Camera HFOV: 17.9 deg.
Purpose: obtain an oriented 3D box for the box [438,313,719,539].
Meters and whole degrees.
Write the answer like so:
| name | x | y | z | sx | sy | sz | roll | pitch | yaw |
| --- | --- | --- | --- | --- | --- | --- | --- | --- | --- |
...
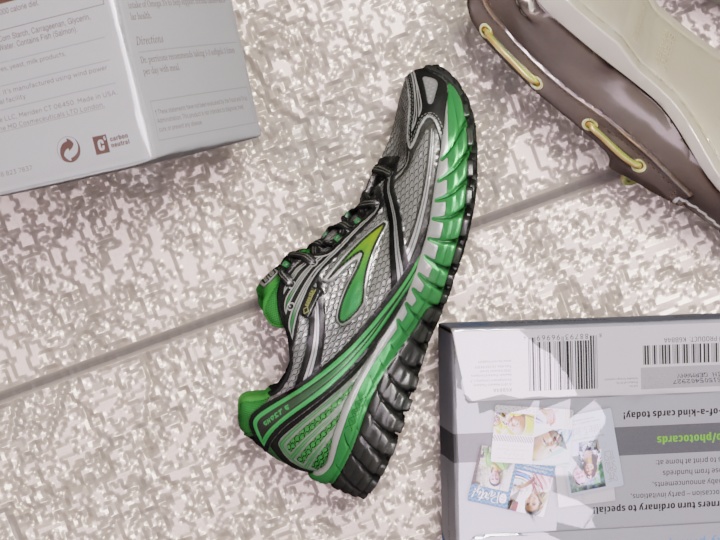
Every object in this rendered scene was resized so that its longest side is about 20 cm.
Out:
| name | x | y | z | sx | sy | sz | roll | pitch | yaw |
| --- | --- | --- | --- | --- | --- | --- | --- | --- | --- |
| box | 0.117 | 0.122 | 1.066 | 0.156 | 0.041 | 0.200 | -2 | 93 | -7 |

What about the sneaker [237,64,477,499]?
| name | x | y | z | sx | sy | sz | roll | pitch | yaw |
| --- | --- | --- | --- | --- | --- | --- | --- | --- | --- |
| sneaker | 0.000 | 0.000 | 1.047 | 0.085 | 0.078 | 0.200 | 20 | 94 | -1 |

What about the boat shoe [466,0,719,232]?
| name | x | y | z | sx | sy | sz | roll | pitch | yaw |
| --- | --- | --- | --- | --- | --- | --- | --- | --- | --- |
| boat shoe | 0.134 | -0.073 | 1.051 | 0.200 | 0.072 | 0.060 | 42 | 134 | -15 |

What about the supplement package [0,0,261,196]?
| name | x | y | z | sx | sy | sz | roll | pitch | yaw |
| --- | --- | --- | --- | --- | --- | --- | --- | --- | --- |
| supplement package | -0.137 | -0.139 | 1.003 | 0.117 | 0.117 | 0.200 | -11 | 93 | 23 |

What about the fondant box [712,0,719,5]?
| name | x | y | z | sx | sy | sz | roll | pitch | yaw |
| --- | --- | --- | --- | --- | --- | --- | --- | --- | --- |
| fondant box | 0.220 | -0.208 | 1.045 | 0.144 | 0.058 | 0.200 | 23 | 94 | -2 |
